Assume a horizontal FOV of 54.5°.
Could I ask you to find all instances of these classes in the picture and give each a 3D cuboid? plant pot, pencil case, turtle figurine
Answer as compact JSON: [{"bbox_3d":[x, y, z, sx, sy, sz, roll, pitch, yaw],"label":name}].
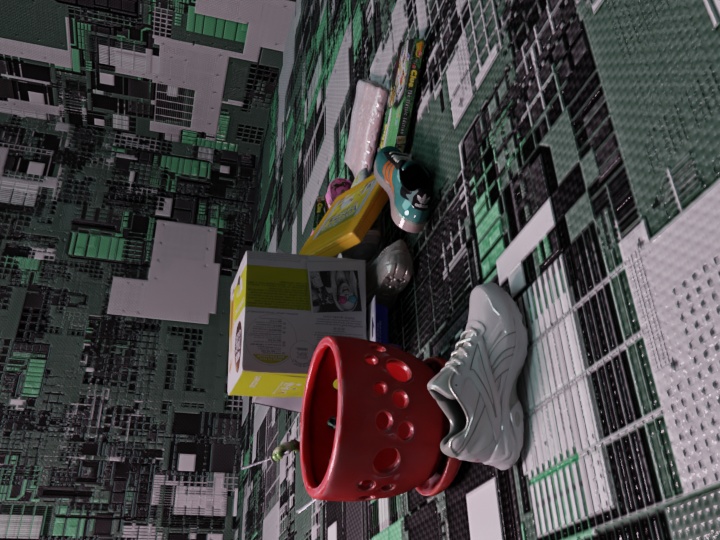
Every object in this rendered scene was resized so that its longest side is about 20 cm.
[{"bbox_3d":[0.030,0.191,0.890,0.200,0.181,0.202,-173,90,-76],"label":"plant pot"},{"bbox_3d":[-0.058,-0.113,1.561,0.083,0.086,0.201,65,149,30],"label":"pencil case"},{"bbox_3d":[-0.101,0.396,1.379,0.145,0.199,0.194,60,154,4],"label":"turtle figurine"}]

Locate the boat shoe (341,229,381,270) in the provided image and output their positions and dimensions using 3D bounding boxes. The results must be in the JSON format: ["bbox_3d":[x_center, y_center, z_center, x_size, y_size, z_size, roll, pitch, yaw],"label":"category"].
[{"bbox_3d":[-0.002,0.001,1.258,0.203,0.074,0.065,113,146,-51],"label":"boat shoe"}]

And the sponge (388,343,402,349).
[{"bbox_3d":[0.032,0.223,1.163,0.112,0.030,0.202,152,124,-71],"label":"sponge"}]

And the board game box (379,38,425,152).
[{"bbox_3d":[0.072,-0.304,1.243,0.105,0.023,0.202,-135,54,-70],"label":"board game box"}]

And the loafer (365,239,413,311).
[{"bbox_3d":[0.035,0.022,1.186,0.200,0.069,0.070,129,151,-50],"label":"loafer"}]

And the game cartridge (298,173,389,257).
[{"bbox_3d":[-0.023,-0.092,1.228,0.176,0.032,0.200,-26,23,44],"label":"game cartridge"}]

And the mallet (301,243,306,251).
[{"bbox_3d":[-0.055,-0.057,1.317,0.200,0.065,0.041,136,146,-59],"label":"mallet"}]

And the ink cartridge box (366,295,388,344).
[{"bbox_3d":[0.011,0.126,1.162,0.200,0.039,0.100,122,152,-60],"label":"ink cartridge box"}]

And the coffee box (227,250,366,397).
[{"bbox_3d":[-0.111,0.099,1.166,0.200,0.198,0.200,131,141,-65],"label":"coffee box"}]

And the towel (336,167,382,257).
[{"bbox_3d":[-0.009,-0.083,1.382,0.201,0.048,0.172,-93,21,-47],"label":"towel"}]

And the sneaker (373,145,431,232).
[{"bbox_3d":[0.075,-0.151,1.116,0.201,0.071,0.080,-108,31,-45],"label":"sneaker"}]

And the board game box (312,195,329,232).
[{"bbox_3d":[-0.062,-0.047,1.468,0.105,0.023,0.201,-92,-11,-46],"label":"board game box"}]

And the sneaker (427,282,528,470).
[{"bbox_3d":[0.121,0.107,0.747,0.078,0.098,0.202,134,141,-66],"label":"sneaker"}]

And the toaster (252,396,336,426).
[{"bbox_3d":[-0.119,0.203,1.466,0.182,0.198,0.119,-87,16,-46],"label":"toaster"}]

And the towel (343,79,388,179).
[{"bbox_3d":[0.007,-0.303,1.503,0.191,0.032,0.202,-118,37,-65],"label":"towel"}]

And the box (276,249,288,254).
[{"bbox_3d":[-0.115,0.068,1.406,0.113,0.199,0.102,-57,-5,-40],"label":"box"}]
